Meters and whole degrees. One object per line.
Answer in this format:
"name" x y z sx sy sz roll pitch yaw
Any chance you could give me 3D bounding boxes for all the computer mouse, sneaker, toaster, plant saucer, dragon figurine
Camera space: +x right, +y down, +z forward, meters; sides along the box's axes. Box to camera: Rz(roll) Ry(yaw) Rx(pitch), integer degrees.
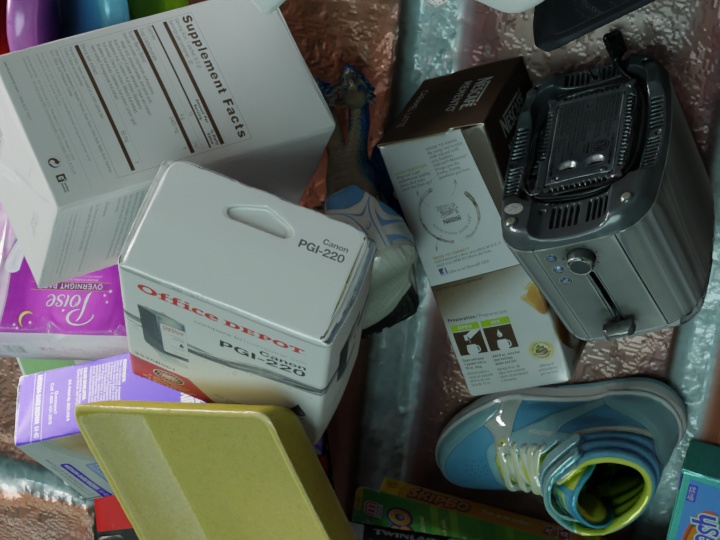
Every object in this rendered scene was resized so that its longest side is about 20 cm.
"computer mouse" 0.185 -0.199 1.291 0.200 0.138 0.053 -23 96 42
"sneaker" 0.000 0.000 1.406 0.200 0.072 0.073 100 145 -68
"toaster" 0.169 -0.048 1.344 0.114 0.200 0.129 -12 131 24
"plant saucer" -0.080 0.162 1.385 0.200 0.048 0.200 -1 123 43
"sneaker" 0.133 0.144 1.486 0.200 0.131 0.080 -15 114 26
"dragon figurine" 0.011 -0.059 1.453 0.059 0.099 0.200 -11 138 24

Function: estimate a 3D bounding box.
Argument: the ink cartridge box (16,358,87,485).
"ink cartridge box" -0.160 0.094 1.607 0.200 0.048 0.146 -6 116 21

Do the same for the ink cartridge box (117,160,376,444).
"ink cartridge box" -0.074 0.025 1.317 0.146 0.085 0.200 21 156 5

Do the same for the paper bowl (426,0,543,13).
"paper bowl" 0.109 -0.237 1.234 0.104 0.201 0.201 45 123 -8

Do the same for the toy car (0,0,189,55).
"toy car" -0.223 -0.195 1.404 0.200 0.150 0.175 10 121 13

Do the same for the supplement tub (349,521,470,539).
"supplement tub" 0.046 0.244 1.477 0.200 0.107 0.107 8 121 1

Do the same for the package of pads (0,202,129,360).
"package of pads" -0.193 0.008 1.527 0.200 0.121 0.076 1 163 18

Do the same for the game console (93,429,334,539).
"game console" -0.097 0.174 1.596 0.200 0.119 0.172 -9 84 20

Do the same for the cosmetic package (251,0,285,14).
"cosmetic package" -0.025 -0.303 1.265 0.167 0.166 0.200 45 124 -9

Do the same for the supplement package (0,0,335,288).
"supplement package" -0.139 -0.090 1.356 0.120 0.200 0.121 64 155 18

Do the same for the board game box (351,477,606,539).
"board game box" 0.089 0.229 1.611 0.200 0.030 0.096 13 121 9

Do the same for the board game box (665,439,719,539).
"board game box" 0.326 0.222 1.513 0.200 0.045 0.152 15 123 11

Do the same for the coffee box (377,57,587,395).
"coffee box" 0.094 -0.030 1.410 0.080 0.114 0.200 -11 115 25

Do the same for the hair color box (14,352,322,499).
"hair color box" -0.140 0.107 1.488 0.200 0.065 0.109 -14 147 19
